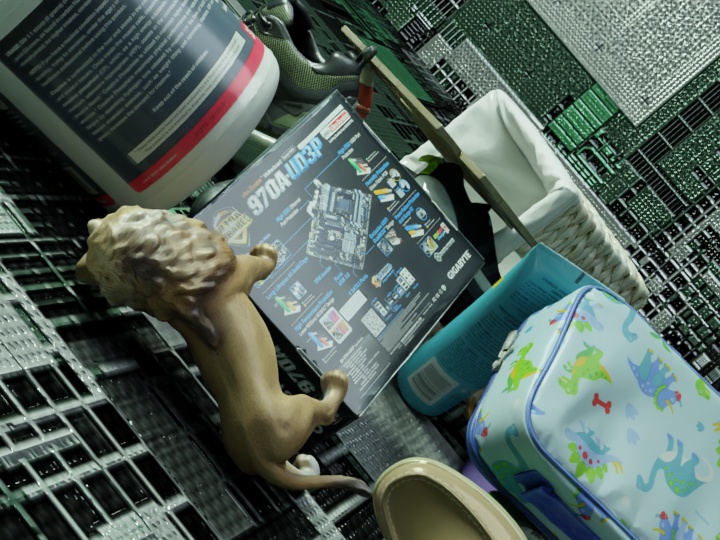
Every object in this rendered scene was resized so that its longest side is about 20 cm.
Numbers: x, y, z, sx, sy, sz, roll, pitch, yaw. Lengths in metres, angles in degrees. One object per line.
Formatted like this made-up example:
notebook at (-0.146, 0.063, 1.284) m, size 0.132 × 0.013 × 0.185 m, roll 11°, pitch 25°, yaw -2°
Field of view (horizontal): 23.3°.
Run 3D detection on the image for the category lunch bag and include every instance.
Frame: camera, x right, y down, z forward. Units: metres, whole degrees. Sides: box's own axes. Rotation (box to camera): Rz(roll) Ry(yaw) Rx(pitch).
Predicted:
lunch bag at (0.172, 0.123, 1.183) m, size 0.200 × 0.082 × 0.161 m, roll 43°, pitch 50°, yaw -15°

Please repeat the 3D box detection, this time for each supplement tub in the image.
supplement tub at (-0.159, -0.140, 1.031) m, size 0.200 × 0.140 × 0.140 m, roll 45°, pitch 12°, yaw -20°

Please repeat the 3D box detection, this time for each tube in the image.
tube at (0.101, 0.046, 1.284) m, size 0.077 × 0.200 × 0.050 m, roll 29°, pitch 50°, yaw -19°

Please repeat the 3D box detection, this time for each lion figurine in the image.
lion figurine at (-0.068, 0.049, 0.941) m, size 0.200 × 0.072 × 0.122 m, roll 55°, pitch 19°, yaw 8°

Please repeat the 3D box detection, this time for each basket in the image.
basket at (0.114, -0.016, 1.539) m, size 0.161 × 0.198 × 0.200 m, roll 46°, pitch 10°, yaw -34°

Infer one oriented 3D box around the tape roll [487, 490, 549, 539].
tape roll at (0.129, 0.235, 1.127) m, size 0.200 × 0.048 × 0.200 m, roll 46°, pitch 11°, yaw -12°

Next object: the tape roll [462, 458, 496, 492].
tape roll at (0.173, 0.198, 1.329) m, size 0.200 × 0.085 × 0.200 m, roll 47°, pitch 11°, yaw -11°

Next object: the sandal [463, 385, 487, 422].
sandal at (0.104, 0.097, 1.399) m, size 0.070 × 0.078 × 0.212 m, roll 50°, pitch -3°, yaw 13°

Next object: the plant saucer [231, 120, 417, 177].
plant saucer at (-0.047, -0.086, 1.413) m, size 0.200 × 0.050 × 0.200 m, roll 22°, pitch 11°, yaw -5°

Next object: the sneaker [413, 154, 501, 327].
sneaker at (0.090, -0.013, 1.372) m, size 0.072 × 0.083 × 0.200 m, roll 14°, pitch -29°, yaw 37°

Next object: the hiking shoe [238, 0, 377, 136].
hiking shoe at (-0.083, -0.173, 1.361) m, size 0.200 × 0.101 × 0.076 m, roll 26°, pitch 10°, yaw 13°

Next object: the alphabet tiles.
alphabet tiles at (0.069, -0.096, 1.373) m, size 0.167 × 0.008 × 0.200 m, roll 48°, pitch 3°, yaw -44°

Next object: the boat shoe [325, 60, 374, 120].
boat shoe at (-0.054, -0.159, 1.451) m, size 0.071 × 0.063 × 0.200 m, roll 13°, pitch 10°, yaw -35°

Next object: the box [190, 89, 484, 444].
box at (-0.021, -0.007, 1.128) m, size 0.159 × 0.046 × 0.200 m, roll 48°, pitch 42°, yaw -6°

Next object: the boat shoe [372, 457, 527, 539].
boat shoe at (0.076, 0.194, 1.001) m, size 0.200 × 0.071 × 0.065 m, roll 52°, pitch 11°, yaw 7°

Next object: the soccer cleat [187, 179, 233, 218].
soccer cleat at (-0.077, -0.035, 1.223) m, size 0.081 × 0.068 × 0.200 m, roll 20°, pitch 9°, yaw 24°
